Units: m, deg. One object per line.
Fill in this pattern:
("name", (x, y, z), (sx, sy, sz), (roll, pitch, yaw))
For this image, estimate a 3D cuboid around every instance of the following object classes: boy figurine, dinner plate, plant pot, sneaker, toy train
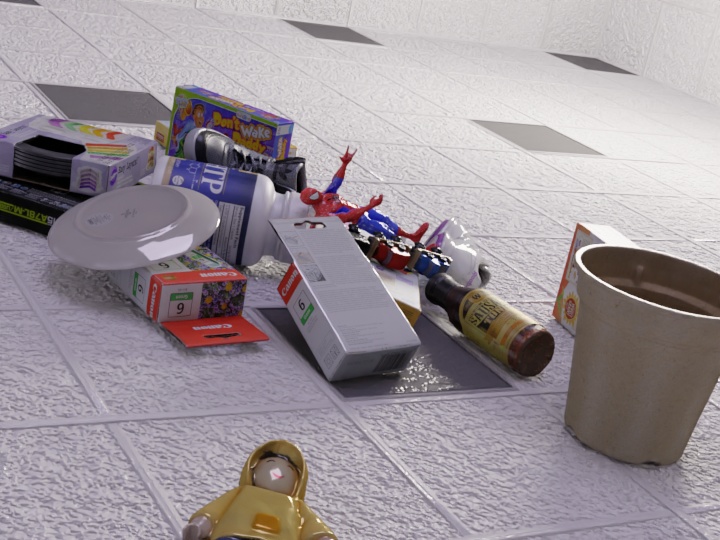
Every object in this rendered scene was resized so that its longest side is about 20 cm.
("boy figurine", (-0.071, 0.201, 0.948), (0.123, 0.065, 0.200), (11, 22, 4))
("dinner plate", (-0.261, -0.059, 1.405), (0.197, 0.025, 0.201), (-5, 30, 3))
("plant pot", (0.300, 0.095, 1.290), (0.198, 0.186, 0.201), (11, 19, -4))
("sneaker", (0.133, -0.013, 1.697), (0.099, 0.075, 0.200), (37, 16, -3))
("sneaker", (-0.139, -0.136, 1.630), (0.113, 0.076, 0.200), (-1, -22, 34))
("toy train", (0.039, -0.023, 1.530), (0.198, 0.034, 0.046), (14, 26, -34))

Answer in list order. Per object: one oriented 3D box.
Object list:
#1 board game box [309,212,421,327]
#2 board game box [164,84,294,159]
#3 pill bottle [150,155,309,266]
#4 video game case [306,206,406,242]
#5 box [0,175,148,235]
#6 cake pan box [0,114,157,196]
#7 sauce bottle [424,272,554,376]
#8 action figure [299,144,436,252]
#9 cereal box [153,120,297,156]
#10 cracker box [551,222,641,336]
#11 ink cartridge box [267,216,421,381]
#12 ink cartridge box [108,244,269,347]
("board game box", (0.000, 0.000, 1.534), (0.152, 0.041, 0.200), (25, 19, -6))
("board game box", (-0.201, -0.186, 1.841), (0.198, 0.136, 0.045), (22, 21, 28))
("pill bottle", (-0.169, -0.070, 1.560), (0.197, 0.121, 0.120), (11, 19, -5))
("video game case", (-0.053, -0.058, 1.745), (0.181, 0.023, 0.200), (20, 21, 22))
("box", (-0.393, -0.097, 1.610), (0.198, 0.048, 0.193), (17, 17, 14))
("cake pan box", (-0.387, -0.152, 1.627), (0.182, 0.053, 0.200), (12, 17, 8))
("sauce bottle", (0.149, 0.059, 1.482), (0.065, 0.067, 0.199), (-3, 23, -37))
("action figure", (0.020, -0.084, 1.552), (0.198, 0.099, 0.066), (16, 35, -30))
("cereal box", (-0.225, -0.211, 2.039), (0.198, 0.040, 0.144), (-4, 25, -38))
("cracker box", (0.323, 0.038, 1.541), (0.057, 0.135, 0.200), (5, 21, -21))
("ink cartridge box", (-0.029, 0.027, 1.368), (0.108, 0.051, 0.201), (-4, 49, -39))
("ink cartridge box", (-0.191, 0.020, 1.372), (0.108, 0.051, 0.200), (-3, 24, -36))
